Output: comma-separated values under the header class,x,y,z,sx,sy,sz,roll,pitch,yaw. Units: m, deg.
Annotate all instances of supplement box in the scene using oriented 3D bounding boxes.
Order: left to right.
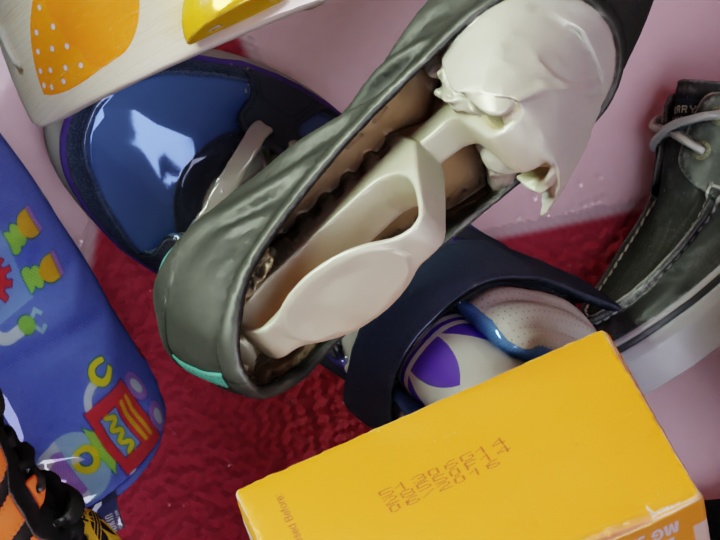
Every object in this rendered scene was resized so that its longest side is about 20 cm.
class,x,y,z,sx,sy,sz,roll,pitch,yaw
supplement box,0.048,0.124,0.883,0.126,0.074,0.200,-24,142,-5

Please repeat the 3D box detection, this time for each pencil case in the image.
class,x,y,z,sx,sy,sz,roll,pitch,yaw
pencil case,-0.139,-0.002,0.885,0.087,0.078,0.200,-44,116,-28

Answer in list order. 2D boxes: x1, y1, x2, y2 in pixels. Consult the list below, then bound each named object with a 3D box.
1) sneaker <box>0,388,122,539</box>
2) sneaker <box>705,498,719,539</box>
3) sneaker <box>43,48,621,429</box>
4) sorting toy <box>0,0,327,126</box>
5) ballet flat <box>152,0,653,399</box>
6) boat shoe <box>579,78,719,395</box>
class,x,y,z,sx,sy,sz,roll,pitch,yaw
sneaker,-0.115,0.069,0.847,0.090,0.070,0.200,-2,118,-12
sneaker,0.084,0.166,1.027,0.201,0.067,0.108,-24,113,-9
sneaker,0.000,0.000,0.900,0.200,0.146,0.081,33,92,-25
sorting toy,-0.036,-0.167,0.872,0.200,0.107,0.180,-23,91,-20
ballet flat,0.025,-0.032,0.829,0.200,0.068,0.068,-45,122,4
boat shoe,0.134,-0.042,0.989,0.071,0.072,0.200,46,76,-17
